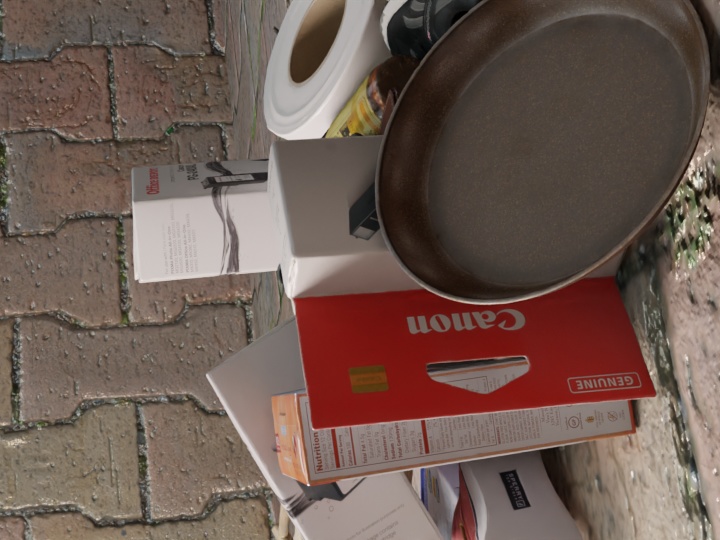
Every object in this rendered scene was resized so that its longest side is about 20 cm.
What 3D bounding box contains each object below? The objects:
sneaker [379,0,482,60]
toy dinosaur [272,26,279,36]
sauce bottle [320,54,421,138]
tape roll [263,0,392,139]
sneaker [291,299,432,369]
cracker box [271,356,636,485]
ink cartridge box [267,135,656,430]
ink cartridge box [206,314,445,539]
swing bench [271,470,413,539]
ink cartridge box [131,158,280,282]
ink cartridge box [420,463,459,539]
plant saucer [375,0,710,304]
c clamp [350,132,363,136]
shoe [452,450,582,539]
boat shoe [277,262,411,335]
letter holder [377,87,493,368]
[{"bbox_3d":[0.066,-0.185,0.966,0.200,0.076,0.088,112,147,-67],"label":"sneaker"},{"bbox_3d":[-0.010,-0.261,1.452,0.200,0.105,0.182,37,-160,-52],"label":"toy dinosaur"},{"bbox_3d":[0.004,-0.107,1.051,0.200,0.066,0.066,133,133,-61],"label":"sauce bottle"},{"bbox_3d":[-0.011,-0.205,1.151,0.202,0.071,0.203,-42,36,42],"label":"tape roll"},{"bbox_3d":[0.015,0.074,1.063,0.200,0.105,0.075,54,142,16],"label":"sneaker"},{"bbox_3d":[0.051,0.089,0.781,0.134,0.200,0.058,147,116,-79],"label":"cracker box"},{"bbox_3d":[0.057,-0.004,0.717,0.045,0.200,0.176,99,163,-50],"label":"ink cartridge box"},{"bbox_3d":[-0.024,0.141,0.910,0.200,0.086,0.146,56,172,6],"label":"ink cartridge box"},{"bbox_3d":[0.002,0.267,1.114,0.199,0.130,0.200,97,163,-53],"label":"swing bench"},{"bbox_3d":[-0.123,-0.054,1.224,0.145,0.200,0.084,-122,28,-70],"label":"ink cartridge box"},{"bbox_3d":[0.090,0.232,1.074,0.200,0.042,0.120,-141,46,-74],"label":"ink cartridge box"},{"bbox_3d":[0.095,-0.070,0.661,0.032,0.200,0.200,32,-144,-44],"label":"plant saucer"},{"bbox_3d":[0.000,0.000,0.957,0.200,0.027,0.171,-102,13,-46],"label":"c clamp"},{"bbox_3d":[0.107,0.196,0.860,0.200,0.071,0.091,-104,8,-51],"label":"shoe"},{"bbox_3d":[-0.009,0.023,0.810,0.073,0.062,0.200,67,174,-23],"label":"boat shoe"},{"bbox_3d":[0.062,-0.033,0.967,0.200,0.100,0.142,102,163,-57],"label":"letter holder"}]
